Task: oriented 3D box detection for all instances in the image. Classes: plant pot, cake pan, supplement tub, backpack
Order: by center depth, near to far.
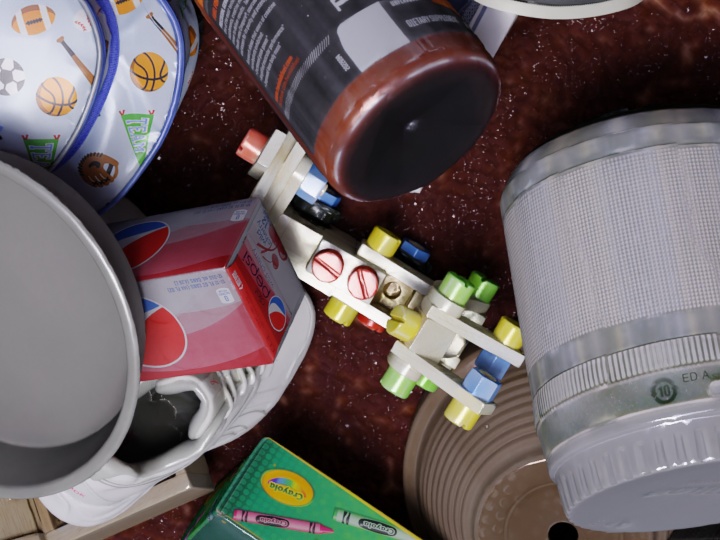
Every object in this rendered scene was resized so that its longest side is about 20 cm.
[{"bbox_3d":[-0.021,-0.138,1.271,0.107,0.107,0.200,-49,60,21],"label":"supplement tub"},{"bbox_3d":[-0.196,0.023,1.282,0.200,0.037,0.201,11,117,22],"label":"cake pan"},{"bbox_3d":[-0.186,-0.120,1.336,0.190,0.154,0.200,24,111,-10],"label":"backpack"},{"bbox_3d":[0.120,0.133,1.417,0.200,0.093,0.202,3,112,7],"label":"plant pot"}]

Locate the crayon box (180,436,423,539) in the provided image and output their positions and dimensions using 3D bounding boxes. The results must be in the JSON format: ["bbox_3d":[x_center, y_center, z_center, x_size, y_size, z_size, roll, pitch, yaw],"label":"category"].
[{"bbox_3d":[-0.001,0.185,1.433,0.200,0.119,0.058,34,67,-3],"label":"crayon box"}]

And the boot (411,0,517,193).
[{"bbox_3d":[0.038,-0.145,1.331,0.090,0.073,0.200,29,108,1],"label":"boot"}]

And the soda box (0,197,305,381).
[{"bbox_3d":[-0.136,0.018,1.330,0.199,0.064,0.070,-10,125,26],"label":"soda box"}]

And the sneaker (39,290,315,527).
[{"bbox_3d":[-0.088,0.069,1.373,0.078,0.200,0.099,51,151,-6],"label":"sneaker"}]

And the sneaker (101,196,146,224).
[{"bbox_3d":[-0.216,-0.023,1.411,0.200,0.080,0.071,14,111,1],"label":"sneaker"}]

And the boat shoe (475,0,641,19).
[{"bbox_3d":[0.133,-0.175,1.256,0.072,0.200,0.068,27,128,43],"label":"boat shoe"}]

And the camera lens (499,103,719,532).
[{"bbox_3d":[0.163,0.023,1.296,0.159,0.160,0.201,-13,70,13],"label":"camera lens"}]

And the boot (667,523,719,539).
[{"bbox_3d":[0.258,0.170,1.383,0.151,0.200,0.073,47,154,-16],"label":"boot"}]

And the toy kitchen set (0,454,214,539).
[{"bbox_3d":[-0.224,0.081,1.402,0.180,0.200,0.164,-24,77,16],"label":"toy kitchen set"}]

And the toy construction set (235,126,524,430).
[{"bbox_3d":[0.000,0.000,1.359,0.092,0.131,0.200,-44,97,9],"label":"toy construction set"}]
